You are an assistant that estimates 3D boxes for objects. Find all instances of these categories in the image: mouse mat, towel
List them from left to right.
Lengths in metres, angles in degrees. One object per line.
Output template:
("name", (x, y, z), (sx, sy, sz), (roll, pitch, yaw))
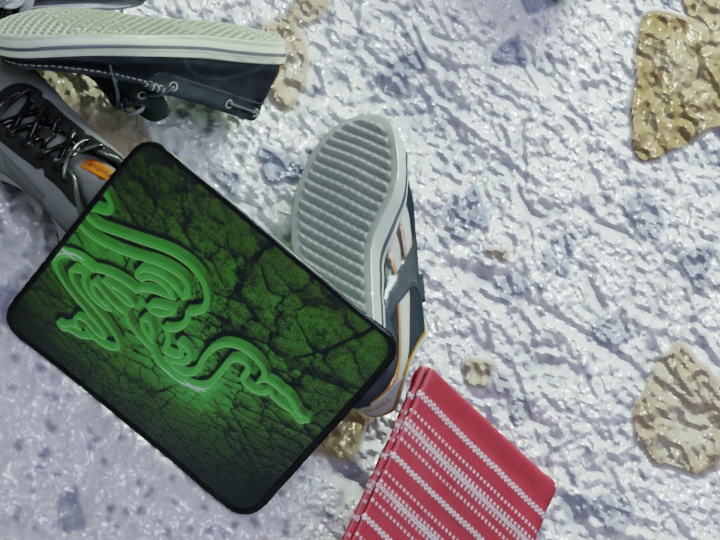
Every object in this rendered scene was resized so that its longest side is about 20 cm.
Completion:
("mouse mat", (-0.097, 0.038, 1.492), (0.200, 0.161, 0.008), (40, 23, -4))
("towel", (0.042, 0.176, 1.532), (0.145, 0.022, 0.201), (43, 60, -32))

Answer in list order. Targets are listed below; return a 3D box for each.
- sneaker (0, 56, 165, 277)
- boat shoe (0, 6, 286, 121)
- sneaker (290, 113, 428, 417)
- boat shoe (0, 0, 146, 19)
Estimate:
("sneaker", (-0.182, -0.069, 1.521), (0.200, 0.079, 0.074), (47, 64, 0))
("boat shoe", (-0.138, -0.125, 1.551), (0.199, 0.075, 0.063), (2, 109, -34))
("sneaker", (0.000, 0.000, 1.573), (0.080, 0.078, 0.201), (53, 36, -48))
("boat shoe", (-0.221, -0.184, 1.546), (0.199, 0.074, 0.067), (-12, 75, -25))
